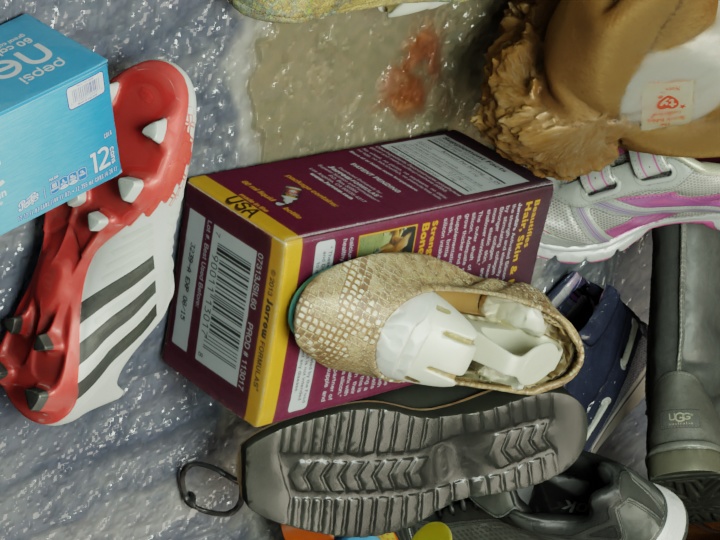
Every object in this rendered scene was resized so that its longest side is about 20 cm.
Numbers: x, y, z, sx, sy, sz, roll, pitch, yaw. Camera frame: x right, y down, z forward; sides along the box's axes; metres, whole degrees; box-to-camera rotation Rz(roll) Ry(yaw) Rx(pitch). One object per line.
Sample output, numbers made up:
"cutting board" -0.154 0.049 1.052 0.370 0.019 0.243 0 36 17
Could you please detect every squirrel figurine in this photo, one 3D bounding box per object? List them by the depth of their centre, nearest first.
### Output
"squirrel figurine" 0.136 -0.150 1.361 0.200 0.187 0.141 -33 134 27

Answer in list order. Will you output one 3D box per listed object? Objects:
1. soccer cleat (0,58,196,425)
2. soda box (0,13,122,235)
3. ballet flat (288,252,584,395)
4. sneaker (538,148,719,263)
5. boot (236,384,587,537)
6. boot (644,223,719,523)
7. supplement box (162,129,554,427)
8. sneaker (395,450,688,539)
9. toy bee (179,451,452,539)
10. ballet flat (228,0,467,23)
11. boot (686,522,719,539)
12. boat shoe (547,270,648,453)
"soccer cleat" -0.121 -0.014 1.246 0.085 0.068 0.201 -5 122 -55
"soda box" -0.207 -0.042 1.127 0.200 0.068 0.064 -29 133 -31
"ballet flat" 0.049 0.032 1.314 0.199 0.065 0.071 2 113 -47
"sneaker" 0.164 -0.065 1.441 0.199 0.082 0.088 -9 146 0
"boot" 0.009 0.083 1.418 0.199 0.138 0.078 -4 112 -22
"boot" 0.203 0.046 1.549 0.182 0.072 0.201 79 8 -70
"supplement box" 0.000 0.000 1.361 0.199 0.086 0.111 -13 123 -41
"sneaker" 0.086 0.129 1.467 0.091 0.199 0.067 46 53 -48
"toy bee" -0.003 0.153 1.447 0.109 0.130 0.201 -56 137 -42
"ballet flat" 0.008 -0.158 1.291 0.199 0.071 0.071 -9 121 -44
"boot" 0.253 0.166 1.663 0.188 0.200 0.069 -10 83 -34
"boat shoe" 0.107 0.092 1.557 0.200 0.074 0.093 -55 138 -18
